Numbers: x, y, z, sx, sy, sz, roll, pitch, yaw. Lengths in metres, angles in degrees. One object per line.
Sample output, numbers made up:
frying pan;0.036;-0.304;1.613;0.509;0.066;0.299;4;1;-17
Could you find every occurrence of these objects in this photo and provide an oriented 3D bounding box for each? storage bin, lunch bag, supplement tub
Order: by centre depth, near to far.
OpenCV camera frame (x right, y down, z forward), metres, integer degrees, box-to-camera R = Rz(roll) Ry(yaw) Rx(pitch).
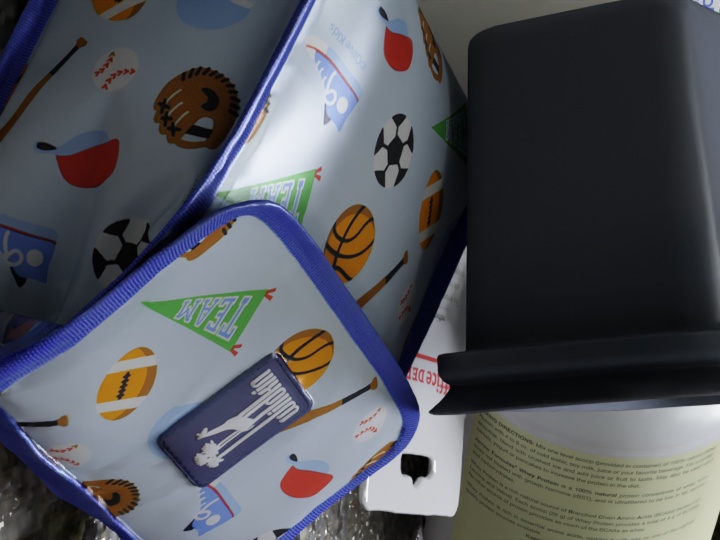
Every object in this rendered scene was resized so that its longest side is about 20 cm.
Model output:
lunch bag;-0.045;-0.011;0.598;0.200;0.124;0.170;-64;149;-22
storage bin;0.120;-0.019;0.651;0.200;0.145;0.134;4;81;-57
supplement tub;0.109;0.068;0.864;0.145;0.145;0.200;-60;162;-47

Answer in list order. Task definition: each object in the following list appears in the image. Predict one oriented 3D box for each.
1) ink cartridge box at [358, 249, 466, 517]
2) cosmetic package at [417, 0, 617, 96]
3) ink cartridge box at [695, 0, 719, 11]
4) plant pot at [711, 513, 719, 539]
ink cartridge box;0.000;0.000;0.763;0.116;0.067;0.200;22;71;-66
cosmetic package;0.067;-0.161;0.769;0.087;0.103;0.200;57;19;-29
ink cartridge box;0.150;-0.087;1.019;0.094;0.044;0.200;-120;-146;-61
plant pot;0.181;0.133;1.071;0.184;0.200;0.201;-23;113;-76
